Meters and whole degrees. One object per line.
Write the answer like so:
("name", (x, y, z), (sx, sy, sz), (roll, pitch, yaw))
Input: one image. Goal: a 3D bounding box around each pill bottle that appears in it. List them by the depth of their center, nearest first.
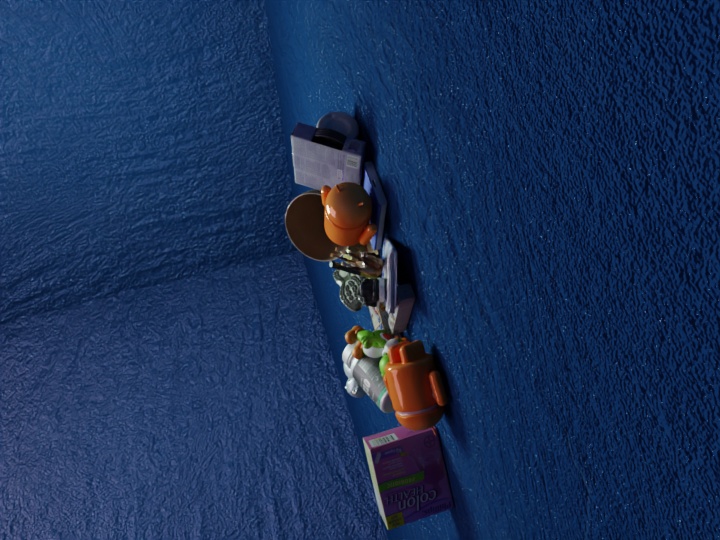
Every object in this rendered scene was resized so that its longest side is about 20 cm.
("pill bottle", (-0.061, -0.312, 1.533), (0.201, 0.111, 0.116), (95, 159, -62))
("pill bottle", (0.043, 0.278, 1.566), (0.200, 0.112, 0.115), (43, 150, 38))

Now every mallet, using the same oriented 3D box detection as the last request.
("mallet", (0.000, 0.000, 1.461), (0.041, 0.198, 0.067), (-46, 39, 28))

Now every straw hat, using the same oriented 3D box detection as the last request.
("straw hat", (-0.011, -0.060, 1.661), (0.201, 0.083, 0.205), (166, 90, -80))

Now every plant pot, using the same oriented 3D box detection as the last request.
("plant pot", (-0.095, -0.147, 1.612), (0.135, 0.196, 0.204), (-55, -37, -55))

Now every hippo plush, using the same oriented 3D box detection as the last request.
("hippo plush", (0.026, 0.316, 1.727), (0.159, 0.157, 0.204), (168, 89, -80))

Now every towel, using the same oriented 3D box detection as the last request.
("towel", (0.065, 0.007, 1.348), (0.200, 0.023, 0.150), (-102, 13, -78))

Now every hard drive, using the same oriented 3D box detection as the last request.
("hard drive", (0.031, -0.160, 1.463), (0.201, 0.025, 0.134), (95, 159, -61))

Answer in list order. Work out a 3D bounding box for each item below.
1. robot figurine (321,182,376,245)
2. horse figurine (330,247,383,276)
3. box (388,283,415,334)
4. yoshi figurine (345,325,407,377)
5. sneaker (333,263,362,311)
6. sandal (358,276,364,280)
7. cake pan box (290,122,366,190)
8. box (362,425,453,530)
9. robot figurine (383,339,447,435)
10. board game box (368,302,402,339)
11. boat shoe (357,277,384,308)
("robot figurine", (-0.030, -0.135, 1.399), (0.201, 0.114, 0.147), (100, 160, -68))
("horse figurine", (0.007, -0.022, 1.366), (0.200, 0.130, 0.051), (-151, 77, -74))
("box", (0.097, 0.095, 1.385), (0.201, 0.041, 0.039), (93, 161, -62))
("yoshi figurine", (0.045, 0.213, 1.454), (0.198, 0.111, 0.115), (11, 95, 42))
("sneaker", (-0.016, 0.060, 1.670), (0.089, 0.076, 0.201), (52, -170, -34))
("sandal", (-0.021, -0.006, 1.792), (0.083, 0.049, 0.206), (-78, -29, -59))
("cake pan box", (-0.080, -0.270, 1.444), (0.201, 0.180, 0.053), (94, -167, -62))
("box", (0.115, 0.495, 1.412), (0.097, 0.172, 0.204), (-173, 69, -80))
("robot figurine", (0.118, 0.258, 1.259), (0.117, 0.141, 0.204), (-17, -87, -78))
("board game box", (0.060, 0.118, 1.605), (0.152, 0.045, 0.204), (114, 142, -75))
("boat shoe", (0.022, 0.050, 1.376), (0.200, 0.059, 0.077), (102, 168, -78))
